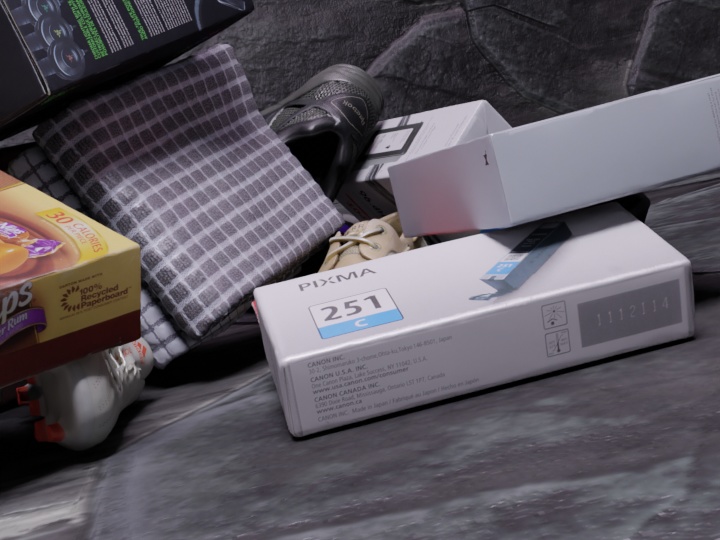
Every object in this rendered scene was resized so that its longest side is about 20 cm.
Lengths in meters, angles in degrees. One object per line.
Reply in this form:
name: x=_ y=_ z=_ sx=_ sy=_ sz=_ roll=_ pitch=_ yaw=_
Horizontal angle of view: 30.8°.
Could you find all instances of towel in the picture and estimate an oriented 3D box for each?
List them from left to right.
towel: x=-0.108 y=-0.051 z=0.854 sx=0.085 sy=0.166 sz=0.200 roll=-40 pitch=0 yaw=34

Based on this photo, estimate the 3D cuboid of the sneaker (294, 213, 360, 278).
sneaker: x=-0.091 y=-0.006 z=1.092 sx=0.198 sy=0.070 sz=0.099 roll=-10 pitch=9 yaw=23

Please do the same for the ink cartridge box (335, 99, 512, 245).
ink cartridge box: x=0.055 y=-0.058 z=1.006 sx=0.199 sy=0.116 sz=0.068 roll=-2 pitch=50 yaw=58

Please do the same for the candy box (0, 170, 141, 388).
candy box: x=-0.214 y=-0.008 z=0.658 sx=0.116 sy=0.057 sz=0.199 roll=-19 pitch=35 yaw=-42

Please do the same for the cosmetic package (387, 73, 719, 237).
cosmetic package: x=0.113 y=-0.062 z=0.738 sx=0.149 sy=0.052 sz=0.200 roll=-13 pitch=3 yaw=-13

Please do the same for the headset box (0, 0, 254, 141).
headset box: x=-0.197 y=-0.145 z=0.800 sx=0.173 sy=0.094 sz=0.200 roll=-19 pitch=11 yaw=40

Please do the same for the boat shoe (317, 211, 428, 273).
boat shoe: x=0.000 y=0.000 z=0.887 sx=0.071 sy=0.066 sz=0.200 roll=-10 pitch=7 yaw=24

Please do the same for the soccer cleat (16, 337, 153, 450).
soccer cleat: x=-0.149 y=0.054 z=0.726 sx=0.077 sy=0.070 sz=0.200 roll=-9 pitch=3 yaw=-18

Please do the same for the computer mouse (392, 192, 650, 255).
computer mouse: x=0.086 y=0.001 z=0.805 sx=0.139 sy=0.047 sz=0.199 roll=3 pitch=24 yaw=39

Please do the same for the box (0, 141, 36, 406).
box: x=-0.255 y=-0.001 z=0.939 sx=0.199 sy=0.168 sz=0.163 roll=-19 pitch=8 yaw=-40

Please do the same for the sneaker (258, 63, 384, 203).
sneaker: x=-0.072 y=-0.072 z=1.011 sx=0.198 sy=0.076 sz=0.115 roll=-29 pitch=24 yaw=36

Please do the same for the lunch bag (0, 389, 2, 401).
lunch bag: x=-0.318 y=0.064 z=0.724 sx=0.199 sy=0.119 sz=0.163 roll=-15 pitch=13 yaw=-39

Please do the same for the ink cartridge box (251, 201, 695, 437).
ink cartridge box: x=0.044 y=0.007 z=0.675 sx=0.198 sy=0.045 sz=0.176 roll=-13 pitch=22 yaw=-8
